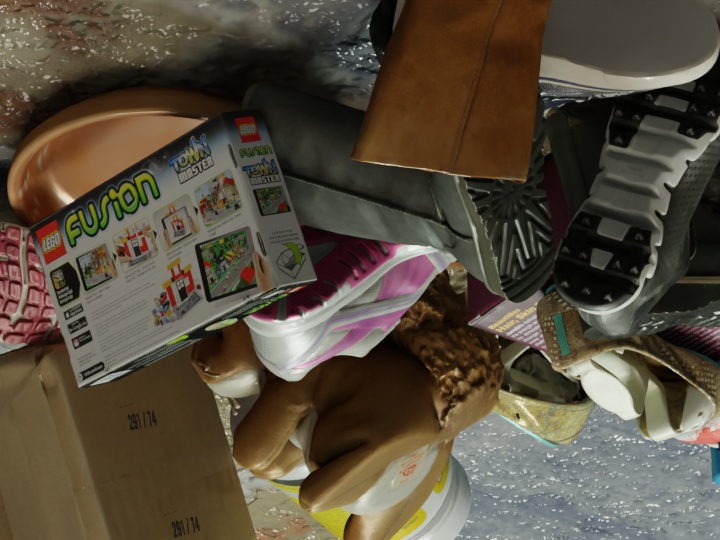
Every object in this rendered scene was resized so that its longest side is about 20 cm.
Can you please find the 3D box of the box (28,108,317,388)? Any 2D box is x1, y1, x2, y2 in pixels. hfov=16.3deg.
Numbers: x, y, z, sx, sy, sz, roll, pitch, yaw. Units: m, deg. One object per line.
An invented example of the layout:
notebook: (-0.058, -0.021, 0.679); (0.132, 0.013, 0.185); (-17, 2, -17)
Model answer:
box: (-0.117, -0.011, 1.520); (0.035, 0.111, 0.200); (-10, 169, -45)

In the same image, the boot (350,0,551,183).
boot: (0.024, -0.154, 1.289); (0.188, 0.201, 0.068); (12, -173, -33)

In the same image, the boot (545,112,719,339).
boot: (0.211, -0.037, 1.568); (0.199, 0.139, 0.077); (-3, 164, -38)

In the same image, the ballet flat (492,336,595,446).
ballet flat: (0.091, 0.067, 1.788); (0.199, 0.071, 0.071); (24, 142, -33)

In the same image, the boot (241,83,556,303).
boot: (0.014, -0.076, 1.442); (0.200, 0.072, 0.183); (29, 139, 39)

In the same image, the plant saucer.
plant saucer: (-0.124, -0.059, 1.596); (0.199, 0.038, 0.200); (1, 148, 0)

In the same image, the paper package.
paper package: (-0.178, 0.135, 1.713); (0.103, 0.192, 0.200); (-15, -178, 24)

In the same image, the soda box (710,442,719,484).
soda box: (0.364, 0.132, 1.878); (0.199, 0.068, 0.064); (11, 149, -17)

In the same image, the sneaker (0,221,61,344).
sneaker: (-0.268, -0.015, 1.621); (0.199, 0.075, 0.081); (19, 107, -9)

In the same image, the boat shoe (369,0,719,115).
boat shoe: (0.109, -0.122, 1.462); (0.199, 0.075, 0.093); (5, 154, 10)

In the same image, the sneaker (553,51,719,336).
sneaker: (0.173, -0.047, 1.474); (0.066, 0.201, 0.091); (19, 159, 22)

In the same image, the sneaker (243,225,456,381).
sneaker: (0.000, 0.000, 1.581); (0.199, 0.081, 0.088); (-28, 145, -27)

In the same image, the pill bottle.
pill bottle: (-0.002, 0.135, 1.844); (0.114, 0.115, 0.200); (-14, 146, 23)

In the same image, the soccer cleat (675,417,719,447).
soccer cleat: (0.287, 0.061, 1.769); (0.200, 0.069, 0.085); (-27, 131, 33)

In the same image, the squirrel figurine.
squirrel figurine: (-0.013, 0.058, 1.686); (0.200, 0.187, 0.141); (-45, 154, 4)

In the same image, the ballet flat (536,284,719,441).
ballet flat: (0.179, 0.073, 1.615); (0.070, 0.066, 0.200); (-24, 142, 35)

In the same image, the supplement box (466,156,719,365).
supplement box: (0.179, 0.007, 1.653); (0.199, 0.086, 0.110); (20, 144, -30)
